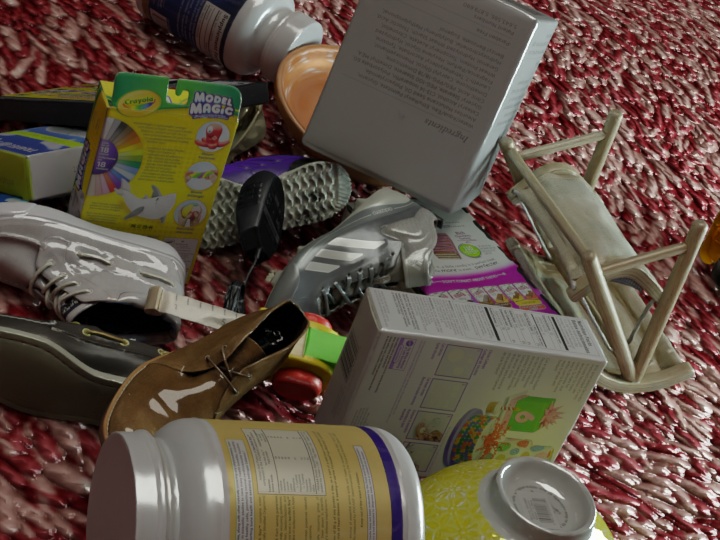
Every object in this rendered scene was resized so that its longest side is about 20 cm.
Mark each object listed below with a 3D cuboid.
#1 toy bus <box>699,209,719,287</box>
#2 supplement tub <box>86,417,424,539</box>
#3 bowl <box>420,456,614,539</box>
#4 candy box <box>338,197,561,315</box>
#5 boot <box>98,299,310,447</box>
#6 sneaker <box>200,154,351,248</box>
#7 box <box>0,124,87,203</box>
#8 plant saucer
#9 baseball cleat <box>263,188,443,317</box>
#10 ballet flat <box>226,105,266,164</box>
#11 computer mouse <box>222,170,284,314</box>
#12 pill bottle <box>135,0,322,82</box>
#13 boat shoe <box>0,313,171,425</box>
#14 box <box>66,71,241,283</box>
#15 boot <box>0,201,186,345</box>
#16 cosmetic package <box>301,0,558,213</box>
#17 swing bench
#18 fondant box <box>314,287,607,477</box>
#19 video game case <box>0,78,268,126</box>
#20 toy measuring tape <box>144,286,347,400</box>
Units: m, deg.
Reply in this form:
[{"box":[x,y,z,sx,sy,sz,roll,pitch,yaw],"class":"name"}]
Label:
[{"box":[0.509,-0.008,1.610,0.200,0.136,0.192,41,24,31],"class":"toy bus"},{"box":[-0.072,0.174,0.978,0.200,0.146,0.146,6,36,-24],"class":"supplement tub"},{"box":[0.119,0.205,1.083,0.200,0.108,0.200,15,34,-11],"class":"bowl"},{"box":[0.080,0.012,1.376,0.136,0.061,0.200,-6,42,-35],"class":"candy box"},{"box":[-0.112,0.077,1.066,0.074,0.075,0.200,52,44,0],"class":"boot"},{"box":[-0.117,-0.071,1.383,0.200,0.070,0.100,-8,18,-21],"class":"sneaker"},{"box":[-0.268,-0.101,1.305,0.122,0.048,0.200,13,21,42],"class":"box"},{"box":[-0.006,-0.163,1.568,0.200,0.037,0.200,20,42,-19],"class":"plant saucer"},{"box":[0.000,0.000,1.275,0.106,0.070,0.200,26,56,26],"class":"baseball cleat"},{"box":[-0.150,-0.135,1.448,0.069,0.070,0.200,27,33,7],"class":"ballet flat"},{"box":[-0.104,-0.007,1.274,0.034,0.059,0.200,1,51,15],"class":"computer mouse"},{"box":[-0.145,-0.290,1.630,0.200,0.111,0.111,33,34,15],"class":"pill bottle"},{"box":[-0.214,0.075,1.107,0.201,0.072,0.061,22,35,-16],"class":"boat shoe"},{"box":[-0.180,-0.083,1.231,0.117,0.200,0.048,4,37,-26],"class":"box"},{"box":[-0.240,0.007,1.186,0.200,0.074,0.096,9,35,-14],"class":"boot"},{"box":[0.070,-0.184,1.401,0.165,0.200,0.165,26,14,9],"class":"cosmetic package"},{"box":[0.228,-0.011,1.397,0.129,0.200,0.199,-15,42,-11],"class":"swing bench"},{"box":[0.079,0.099,1.176,0.200,0.144,0.058,9,34,-19],"class":"fondant box"},{"box":[-0.221,-0.163,1.393,0.200,0.026,0.181,9,17,42],"class":"video game case"},{"box":[-0.085,0.062,1.198,0.200,0.074,0.074,16,33,-11],"class":"toy measuring tape"}]
